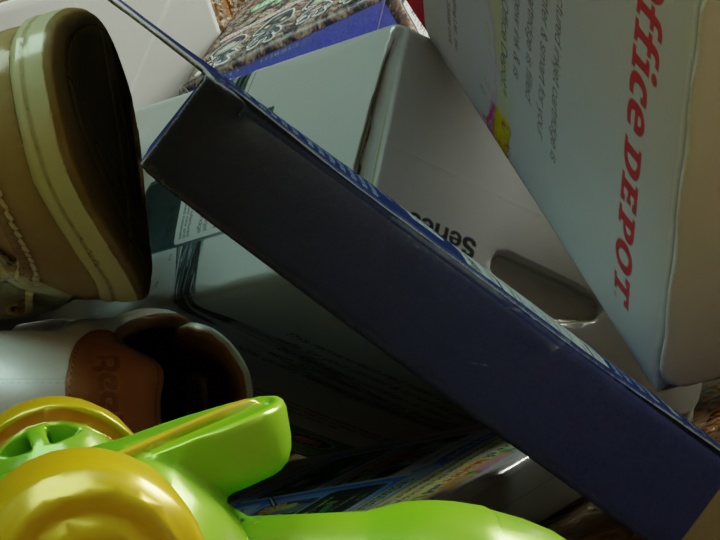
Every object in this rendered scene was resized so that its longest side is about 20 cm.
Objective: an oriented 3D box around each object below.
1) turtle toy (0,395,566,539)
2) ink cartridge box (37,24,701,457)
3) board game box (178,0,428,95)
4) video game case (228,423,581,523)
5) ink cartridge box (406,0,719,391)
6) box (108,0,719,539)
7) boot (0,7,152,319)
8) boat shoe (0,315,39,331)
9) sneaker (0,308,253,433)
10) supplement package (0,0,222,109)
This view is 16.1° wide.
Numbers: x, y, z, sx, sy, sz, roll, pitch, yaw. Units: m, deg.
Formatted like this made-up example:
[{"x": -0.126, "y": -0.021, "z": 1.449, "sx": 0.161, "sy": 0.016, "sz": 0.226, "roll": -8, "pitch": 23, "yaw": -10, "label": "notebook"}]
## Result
[{"x": -0.053, "y": 0.080, "z": 0.439, "sx": 0.200, "sy": 0.101, "sz": 0.146, "roll": -19, "pitch": 5, "yaw": -7, "label": "turtle toy"}, {"x": 0.000, "y": 0.000, "z": 0.832, "sx": 0.147, "sy": 0.083, "sz": 0.200, "roll": 24, "pitch": -20, "yaw": -32, "label": "ink cartridge box"}, {"x": 0.033, "y": -0.066, "z": 1.031, "sx": 0.097, "sy": 0.159, "sz": 0.200, "roll": -22, "pitch": 19, "yaw": 26, "label": "board game box"}, {"x": -0.042, "y": 0.089, "z": 0.740, "sx": 0.182, "sy": 0.024, "sz": 0.200, "roll": -14, "pitch": 6, "yaw": 40, "label": "video game case"}, {"x": 0.073, "y": -0.092, "z": 0.660, "sx": 0.086, "sy": 0.148, "sz": 0.200, "roll": -18, "pitch": 49, "yaw": -15, "label": "ink cartridge box"}, {"x": 0.007, "y": -0.001, "z": 0.646, "sx": 0.032, "sy": 0.200, "sz": 0.121, "roll": -52, "pitch": 5, "yaw": 2, "label": "box"}, {"x": -0.136, "y": -0.017, "z": 0.687, "sx": 0.155, "sy": 0.072, "sz": 0.200, "roll": -6, "pitch": -6, "yaw": -4, "label": "boot"}, {"x": -0.150, "y": 0.011, "z": 0.835, "sx": 0.200, "sy": 0.076, "sz": 0.072, "roll": -53, "pitch": 43, "yaw": 0, "label": "boat shoe"}, {"x": -0.069, "y": 0.049, "z": 0.744, "sx": 0.085, "sy": 0.073, "sz": 0.200, "roll": -4, "pitch": -2, "yaw": 5, "label": "sneaker"}, {"x": -0.122, "y": -0.004, "z": 1.008, "sx": 0.156, "sy": 0.200, "sz": 0.111, "roll": -22, "pitch": 6, "yaw": -31, "label": "supplement package"}]
